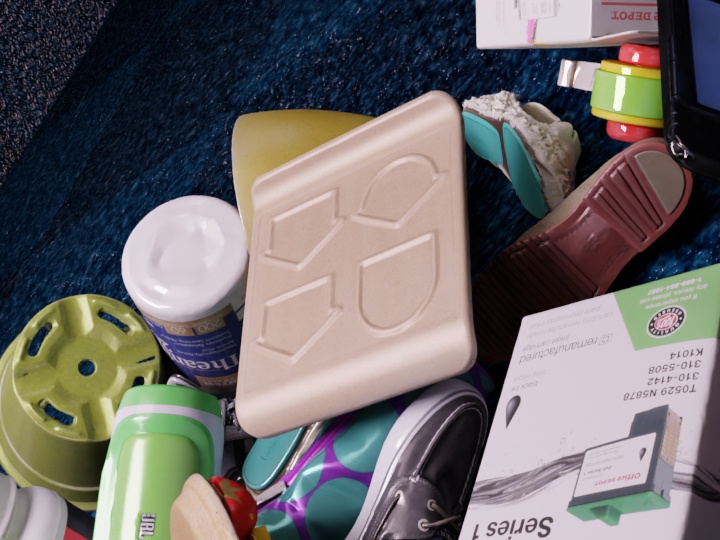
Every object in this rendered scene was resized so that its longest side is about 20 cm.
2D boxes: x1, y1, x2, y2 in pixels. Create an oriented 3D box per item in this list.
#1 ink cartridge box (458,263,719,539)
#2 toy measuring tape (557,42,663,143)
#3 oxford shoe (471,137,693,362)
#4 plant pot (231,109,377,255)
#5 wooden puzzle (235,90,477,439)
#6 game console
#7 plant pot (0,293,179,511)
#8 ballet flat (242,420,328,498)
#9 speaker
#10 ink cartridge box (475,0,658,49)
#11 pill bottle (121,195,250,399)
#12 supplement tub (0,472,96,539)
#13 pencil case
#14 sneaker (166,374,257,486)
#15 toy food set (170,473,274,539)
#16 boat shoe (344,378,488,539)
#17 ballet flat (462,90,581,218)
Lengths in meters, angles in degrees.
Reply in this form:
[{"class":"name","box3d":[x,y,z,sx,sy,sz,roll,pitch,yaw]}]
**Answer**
[{"class":"ink cartridge box","box3d":[0.133,0.114,0.548,0.145,0.084,0.202,-21,38,47]},{"class":"toy measuring tape","box3d":[0.182,-0.136,0.799,0.074,0.073,0.200,-51,29,-1]},{"class":"oxford shoe","box3d":[0.145,-0.011,0.738,0.199,0.071,0.075,-41,0,24]},{"class":"plant pot","box3d":[-0.007,-0.049,0.907,0.139,0.202,0.202,-14,35,9]},{"class":"wooden puzzle","box3d":[0.000,0.000,0.732,0.183,0.046,0.203,-22,53,30]},{"class":"game console","box3d":[0.272,-0.135,0.618,0.117,0.173,0.202,115,172,-46]},{"class":"plant pot","box3d":[-0.242,0.105,0.976,0.202,0.198,0.190,-61,4,-21]},{"class":"ballet flat","box3d":[-0.016,0.089,0.810,0.202,0.062,0.067,-56,38,4]},{"class":"speaker","box3d":[-0.146,0.190,0.782,0.088,0.087,0.204,-21,59,46]},{"class":"ink cartridge box","box3d":[0.186,-0.206,0.830,0.199,0.114,0.069,-160,67,-63]},{"class":"pill bottle","box3d":[-0.122,0.037,0.930,0.109,0.201,0.113,-5,58,7]},{"class":"supplement tub","box3d":[-0.236,0.256,0.834,0.140,0.199,0.141,-37,29,25]},{"class":"pencil case","box3d":[0.001,0.126,0.741,0.201,0.092,0.085,-51,26,-2]},{"class":"sneaker","box3d":[-0.097,0.120,0.885,0.199,0.113,0.076,-41,27,21]},{"class":"toy food set","box3d":[-0.067,0.220,0.652,0.202,0.048,0.200,101,148,-48]},{"class":"boat shoe","box3d":[0.031,0.165,0.673,0.202,0.070,0.066,-56,34,-9]},{"class":"ballet flat","box3d":[0.135,-0.103,0.858,0.072,0.072,0.201,-46,27,10]}]
